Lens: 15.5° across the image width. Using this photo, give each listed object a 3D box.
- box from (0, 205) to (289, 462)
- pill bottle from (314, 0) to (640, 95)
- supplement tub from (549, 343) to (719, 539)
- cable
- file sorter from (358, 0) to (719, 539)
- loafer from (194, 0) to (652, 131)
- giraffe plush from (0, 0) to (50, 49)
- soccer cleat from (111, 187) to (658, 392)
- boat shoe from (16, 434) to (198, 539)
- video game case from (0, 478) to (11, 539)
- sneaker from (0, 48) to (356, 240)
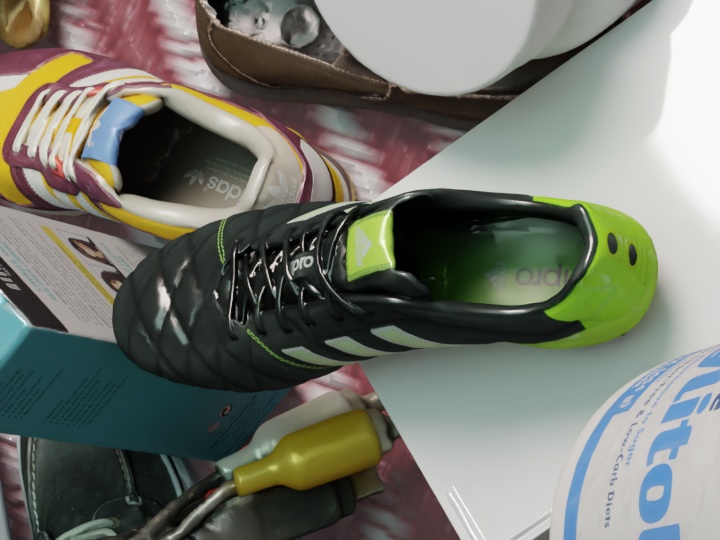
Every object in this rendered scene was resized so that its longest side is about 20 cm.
[{"bbox_3d":[-0.108,0.024,0.998,0.082,0.200,0.049,45,103,25],"label":"box"},{"bbox_3d":[0.070,-0.145,0.953,0.113,0.200,0.114,18,126,26],"label":"pill bottle"},{"bbox_3d":[0.148,0.074,0.754,0.131,0.200,0.133,4,77,-19],"label":"supplement tub"},{"bbox_3d":[-0.072,0.090,0.994,0.199,0.097,0.051,-16,91,-26],"label":"cable"},{"bbox_3d":[0.110,0.006,0.961,0.200,0.124,0.139,-35,66,10],"label":"file sorter"},{"bbox_3d":[0.020,-0.097,1.049,0.199,0.071,0.073,-1,77,19],"label":"loafer"},{"bbox_3d":[-0.204,-0.163,1.121,0.162,0.173,0.200,17,50,20],"label":"giraffe plush"},{"bbox_3d":[0.000,0.000,0.893,0.199,0.081,0.068,-6,73,20],"label":"soccer cleat"},{"bbox_3d":[-0.097,0.124,1.043,0.072,0.071,0.201,-26,69,14],"label":"boat shoe"},{"bbox_3d":[-0.224,0.142,1.038,0.180,0.046,0.201,-9,55,-10],"label":"video game case"},{"bbox_3d":[-0.102,-0.055,1.078,0.199,0.090,0.075,14,82,23],"label":"sneaker"}]
